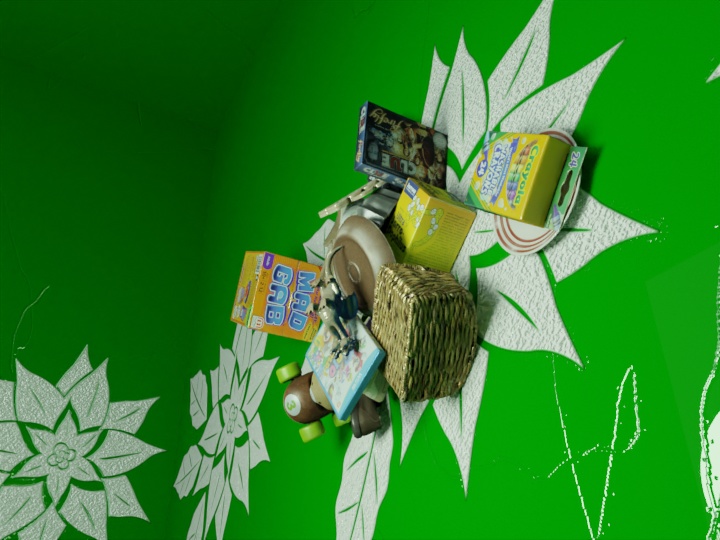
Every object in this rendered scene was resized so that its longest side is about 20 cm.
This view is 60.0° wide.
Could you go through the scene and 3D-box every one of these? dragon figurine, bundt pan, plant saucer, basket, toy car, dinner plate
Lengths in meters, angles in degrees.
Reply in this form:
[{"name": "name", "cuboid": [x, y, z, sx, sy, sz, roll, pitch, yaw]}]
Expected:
[{"name": "dragon figurine", "cuboid": [-0.043, 0.060, 1.127, 0.058, 0.099, 0.203, -23, 43, 29]}, {"name": "bundt pan", "cuboid": [0.031, -0.079, 1.277, 0.203, 0.075, 0.204, -53, -19, -27]}, {"name": "plant saucer", "cuboid": [0.000, 0.000, 1.167, 0.199, 0.036, 0.205, 34, 133, 45]}, {"name": "basket", "cuboid": [0.108, 0.098, 1.065, 0.149, 0.139, 0.205, -136, 45, -59]}, {"name": "toy car", "cuboid": [-0.080, 0.250, 1.295, 0.168, 0.155, 0.200, 66, 163, 10]}, {"name": "dinner plate", "cuboid": [0.276, -0.121, 0.978, 0.200, 0.024, 0.205, -41, 42, 50]}]

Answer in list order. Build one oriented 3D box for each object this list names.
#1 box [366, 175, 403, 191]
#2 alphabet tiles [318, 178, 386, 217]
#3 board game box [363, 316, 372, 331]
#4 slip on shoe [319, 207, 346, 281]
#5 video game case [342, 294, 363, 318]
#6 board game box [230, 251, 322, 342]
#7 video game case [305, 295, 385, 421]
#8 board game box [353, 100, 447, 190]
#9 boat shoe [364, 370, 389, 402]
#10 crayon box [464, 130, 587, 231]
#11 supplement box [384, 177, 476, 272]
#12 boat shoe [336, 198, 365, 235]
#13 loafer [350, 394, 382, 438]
[{"name": "box", "cuboid": [0.091, -0.250, 1.412, 0.164, 0.043, 0.200, -69, 26, 14]}, {"name": "alphabet tiles", "cuboid": [0.004, -0.169, 1.317, 0.015, 0.198, 0.195, 60, 156, -9]}, {"name": "board game box", "cuboid": [0.028, 0.104, 1.313, 0.201, 0.032, 0.120, -55, -4, 39]}, {"name": "slip on shoe", "cuboid": [-0.066, -0.068, 1.579, 0.076, 0.059, 0.206, -63, -20, -79]}, {"name": "video game case", "cuboid": [-0.020, 0.061, 1.437, 0.185, 0.023, 0.199, -67, 17, -11]}, {"name": "board game box", "cuboid": [-0.224, 0.069, 1.726, 0.199, 0.196, 0.205, 5, 81, 64]}, {"name": "video game case", "cuboid": [-0.034, 0.154, 1.141, 0.145, 0.018, 0.200, -60, 33, 13]}, {"name": "board game box", "cuboid": [0.084, -0.235, 1.237, 0.034, 0.196, 0.139, -25, 55, 56]}, {"name": "boat shoe", "cuboid": [0.062, 0.160, 1.238, 0.203, 0.064, 0.072, -62, 9, -13]}, {"name": "crayon box", "cuboid": [0.247, -0.144, 0.967, 0.199, 0.050, 0.129, 32, 106, 64]}, {"name": "supplement box", "cuboid": [0.114, -0.052, 1.183, 0.204, 0.107, 0.109, -67, 27, 18]}, {"name": "boat shoe", "cuboid": [-0.017, -0.074, 1.387, 0.202, 0.072, 0.068, 109, -179, -54]}, {"name": "loafer", "cuboid": [0.018, 0.256, 1.293, 0.203, 0.069, 0.074, -89, -7, -45]}]
